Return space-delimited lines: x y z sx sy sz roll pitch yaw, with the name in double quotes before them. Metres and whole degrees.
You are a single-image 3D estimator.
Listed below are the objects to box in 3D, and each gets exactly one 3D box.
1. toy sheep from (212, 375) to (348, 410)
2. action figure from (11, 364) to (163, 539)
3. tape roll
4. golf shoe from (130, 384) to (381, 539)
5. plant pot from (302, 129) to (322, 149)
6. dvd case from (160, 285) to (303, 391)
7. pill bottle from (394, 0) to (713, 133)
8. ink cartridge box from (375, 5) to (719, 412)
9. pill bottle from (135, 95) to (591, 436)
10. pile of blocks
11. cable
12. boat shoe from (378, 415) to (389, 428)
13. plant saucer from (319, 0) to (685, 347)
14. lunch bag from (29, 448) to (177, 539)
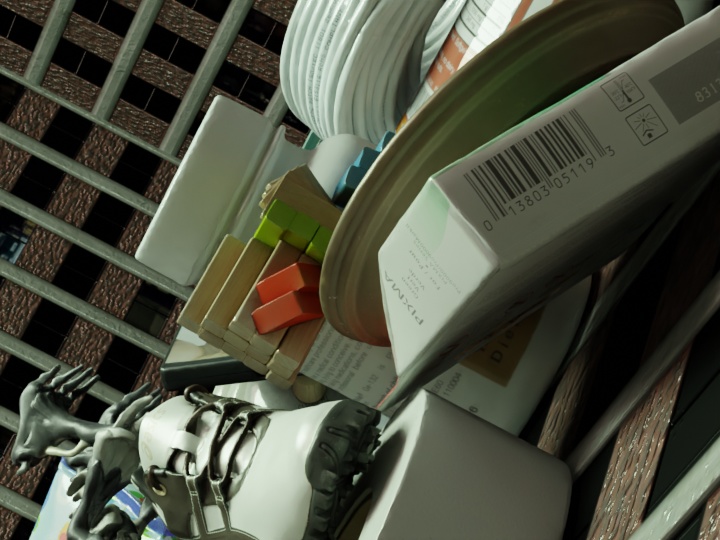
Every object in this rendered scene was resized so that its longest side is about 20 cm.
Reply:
"toy sheep" -0.029 0.090 1.402 0.200 0.138 0.138 75 -141 -66
"action figure" -0.099 0.116 1.215 0.102 0.119 0.200 -51 42 9
"tape roll" 0.010 0.152 1.004 0.203 0.071 0.202 -61 5 9
"golf shoe" -0.053 0.090 1.056 0.078 0.094 0.200 -63 5 -23
"plant pot" 0.033 -0.071 1.639 0.201 0.134 0.200 -62 5 10
"dvd case" 0.000 0.014 1.342 0.143 0.199 0.018 -71 -29 -62
"pill bottle" 0.107 -0.118 1.235 0.200 0.112 0.112 -60 5 19
"ink cartridge box" 0.074 -0.020 1.006 0.161 0.050 0.200 -32 -8 -24
"pill bottle" 0.000 0.000 1.178 0.115 0.200 0.114 -62 5 9
"pile of blocks" 0.009 -0.029 1.094 0.200 0.082 0.062 -34 -9 -25
"cable" 0.044 -0.141 1.311 0.200 0.069 0.200 -11 -47 -51
"boat shoe" -0.003 0.154 1.243 0.200 0.068 0.057 -67 -15 -46
"plant saucer" 0.068 -0.036 1.038 0.200 0.029 0.200 -34 -24 -18
"lunch bag" -0.111 0.215 1.477 0.200 0.127 0.170 18 -80 -51
